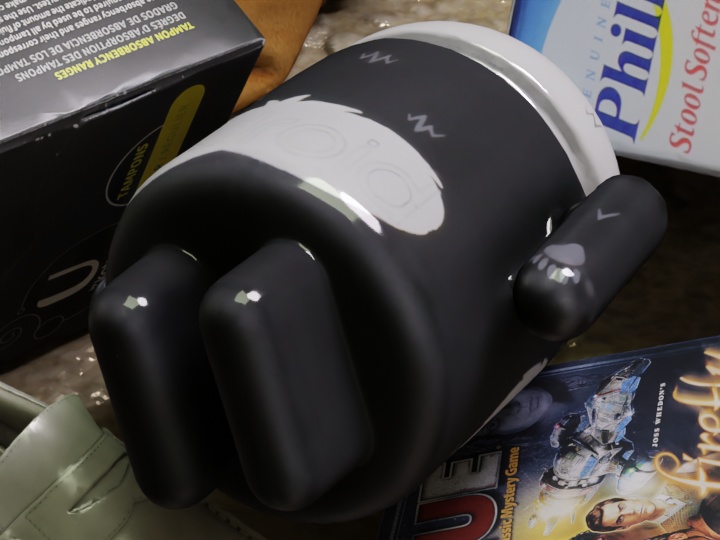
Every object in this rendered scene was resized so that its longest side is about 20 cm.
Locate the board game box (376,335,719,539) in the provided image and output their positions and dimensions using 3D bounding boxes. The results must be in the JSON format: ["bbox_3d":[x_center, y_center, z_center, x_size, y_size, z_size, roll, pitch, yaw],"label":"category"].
[{"bbox_3d":[0.067,0.099,0.798,0.135,0.035,0.200,-11,33,18],"label":"board game box"}]

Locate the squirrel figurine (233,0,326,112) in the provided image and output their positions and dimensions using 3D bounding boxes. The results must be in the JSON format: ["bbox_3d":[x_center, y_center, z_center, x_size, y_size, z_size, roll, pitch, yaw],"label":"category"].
[{"bbox_3d":[-0.051,-0.183,1.068,0.199,0.188,0.141,-21,44,-31],"label":"squirrel figurine"}]

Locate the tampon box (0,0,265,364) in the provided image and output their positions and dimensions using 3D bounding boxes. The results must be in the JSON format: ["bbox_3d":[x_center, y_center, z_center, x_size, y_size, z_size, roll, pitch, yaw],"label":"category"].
[{"bbox_3d":[-0.154,-0.084,0.904,0.126,0.150,0.200,-24,68,-36],"label":"tampon box"}]

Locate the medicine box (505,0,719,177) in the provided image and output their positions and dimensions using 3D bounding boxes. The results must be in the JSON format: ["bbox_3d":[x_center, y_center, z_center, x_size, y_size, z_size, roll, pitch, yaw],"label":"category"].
[{"bbox_3d":[0.163,-0.079,0.966,0.199,0.104,0.182,12,4,10],"label":"medicine box"}]

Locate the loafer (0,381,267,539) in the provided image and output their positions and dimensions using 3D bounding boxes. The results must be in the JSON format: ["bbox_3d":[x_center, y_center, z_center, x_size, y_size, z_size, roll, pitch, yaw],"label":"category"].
[{"bbox_3d":[-0.094,0.075,0.819,0.199,0.070,0.070,20,40,19],"label":"loafer"}]

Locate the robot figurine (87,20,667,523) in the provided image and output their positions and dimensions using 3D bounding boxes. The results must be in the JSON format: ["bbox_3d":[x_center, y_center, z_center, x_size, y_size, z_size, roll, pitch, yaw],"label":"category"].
[{"bbox_3d":[0.002,0.001,0.824,0.150,0.125,0.200,34,38,14],"label":"robot figurine"}]
